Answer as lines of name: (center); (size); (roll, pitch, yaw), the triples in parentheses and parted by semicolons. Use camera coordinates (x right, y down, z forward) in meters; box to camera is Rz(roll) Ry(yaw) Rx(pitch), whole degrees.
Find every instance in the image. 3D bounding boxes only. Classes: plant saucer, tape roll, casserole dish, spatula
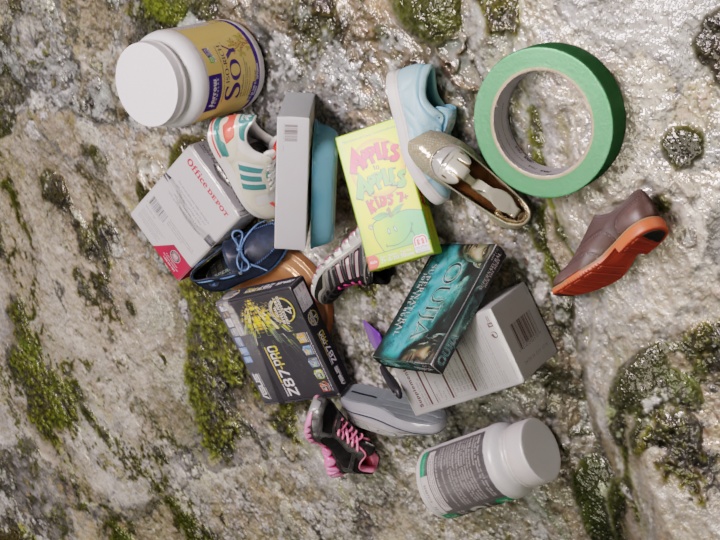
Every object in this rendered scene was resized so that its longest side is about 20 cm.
plant saucer: (-0.134, 0.056, 1.911); (0.199, 0.032, 0.201); (13, 115, 31)
tape roll: (0.249, -0.199, 1.543); (0.200, 0.048, 0.202); (13, 114, 31)
casserole dish: (-0.054, -0.127, 1.743); (0.039, 0.121, 0.201); (2, 116, -1)
spatula: (0.036, 0.138, 1.753); (0.020, 0.200, 0.057); (-19, 118, -1)

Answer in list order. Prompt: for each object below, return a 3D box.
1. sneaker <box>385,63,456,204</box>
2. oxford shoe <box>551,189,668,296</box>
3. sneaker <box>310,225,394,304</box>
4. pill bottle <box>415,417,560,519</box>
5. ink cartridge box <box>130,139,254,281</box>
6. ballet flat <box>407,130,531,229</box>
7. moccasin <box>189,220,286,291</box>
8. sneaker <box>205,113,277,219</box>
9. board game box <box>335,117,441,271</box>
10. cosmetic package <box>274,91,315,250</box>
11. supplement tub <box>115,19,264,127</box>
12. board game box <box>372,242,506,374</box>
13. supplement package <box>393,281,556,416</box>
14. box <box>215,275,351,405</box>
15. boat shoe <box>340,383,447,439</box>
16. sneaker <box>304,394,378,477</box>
sneaker: (0.100, -0.193, 1.630); (0.082, 0.074, 0.201); (-15, 100, 31)
oxford shoe: (0.325, -0.031, 1.552); (0.200, 0.071, 0.073); (-42, 53, 40)
sneaker: (0.000, 0.000, 1.769); (0.088, 0.074, 0.200); (53, 123, 15)
pill bottle: (0.188, 0.291, 1.722); (0.200, 0.113, 0.114); (-27, 90, 39)
ink cartridge box: (-0.265, -0.102, 1.911); (0.200, 0.083, 0.146); (-41, 82, 37)
ballet flat: (0.154, -0.127, 1.588); (0.200, 0.062, 0.068); (33, 93, -7)
moccasin: (-0.195, -0.015, 1.868); (0.200, 0.068, 0.081); (-36, 61, 31)
sneaker: (-0.153, -0.159, 1.787); (0.093, 0.071, 0.200); (-10, 130, 27)
board game box: (0.040, -0.109, 1.678); (0.101, 0.048, 0.201); (-16, 86, 19)
cosmetic package: (-0.097, -0.150, 1.735); (0.051, 0.151, 0.201); (2, 112, -2)
supplement tub: (-0.256, -0.297, 1.759); (0.145, 0.200, 0.146); (13, 114, 30)
board game box: (0.110, 0.050, 1.628); (0.028, 0.201, 0.135); (41, 158, -29)
supplement package: (0.157, 0.114, 1.676); (0.199, 0.117, 0.118); (-23, 95, 39)
box: (-0.123, 0.115, 1.870); (0.161, 0.049, 0.201); (-10, 112, 36)
boat shoe: (0.057, 0.229, 1.827); (0.199, 0.073, 0.067); (15, 130, 41)
sneaker: (-0.024, 0.266, 1.855); (0.095, 0.079, 0.200); (5, 145, 25)
